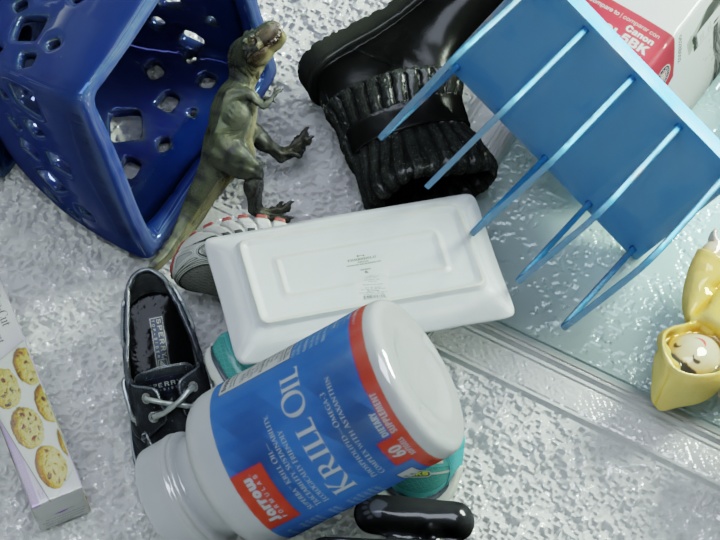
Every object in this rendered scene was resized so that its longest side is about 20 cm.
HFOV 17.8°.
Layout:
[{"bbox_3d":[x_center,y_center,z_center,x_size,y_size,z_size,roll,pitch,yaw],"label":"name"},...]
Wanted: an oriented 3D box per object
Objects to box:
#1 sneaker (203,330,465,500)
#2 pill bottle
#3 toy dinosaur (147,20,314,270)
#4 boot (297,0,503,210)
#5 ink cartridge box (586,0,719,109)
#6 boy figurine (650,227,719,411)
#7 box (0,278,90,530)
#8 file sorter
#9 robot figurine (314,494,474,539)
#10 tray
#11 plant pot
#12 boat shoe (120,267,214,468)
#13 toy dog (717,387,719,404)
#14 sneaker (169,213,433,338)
[{"bbox_3d":[-0.015,0.092,1.576,0.200,0.080,0.077,30,25,14],"label":"sneaker"},{"bbox_3d":[-0.043,0.110,1.492,0.200,0.112,0.113,-30,58,18],"label":"pill bottle"},{"bbox_3d":[-0.085,-0.082,1.696,0.088,0.047,0.201,21,90,-25],"label":"toy dinosaur"},{"bbox_3d":[0.070,-0.135,1.710,0.211,0.079,0.158,-31,54,-1],"label":"boot"},{"bbox_3d":[0.223,-0.185,1.689,0.083,0.147,0.200,31,67,20],"label":"ink cartridge box"},{"bbox_3d":[0.274,0.024,1.611,0.200,0.064,0.124,-33,67,-16],"label":"boy figurine"},{"bbox_3d":[-0.243,0.089,1.632,0.041,0.039,0.200,-20,60,-8],"label":"box"},{"bbox_3d":[0.132,-0.079,1.585,0.200,0.139,0.123,45,55,-1],"label":"file sorter"},{"bbox_3d":[0.025,0.234,1.476,0.199,0.151,0.125,1,17,6],"label":"robot figurine"},{"bbox_3d":[0.000,0.000,1.592,0.199,0.022,0.108,-10,59,-13],"label":"tray"},{"bbox_3d":[-0.199,-0.161,1.690,0.179,0.200,0.200,20,62,24],"label":"plant pot"},{"bbox_3d":[-0.131,0.090,1.604,0.071,0.068,0.201,-11,60,-1],"label":"boat shoe"},{"bbox_3d":[0.330,0.106,1.527,0.200,0.096,0.132,-27,86,-7],"label":"toy dog"},{"bbox_3d":[-0.041,0.016,1.635,0.199,0.078,0.082,10,62,11],"label":"sneaker"}]
